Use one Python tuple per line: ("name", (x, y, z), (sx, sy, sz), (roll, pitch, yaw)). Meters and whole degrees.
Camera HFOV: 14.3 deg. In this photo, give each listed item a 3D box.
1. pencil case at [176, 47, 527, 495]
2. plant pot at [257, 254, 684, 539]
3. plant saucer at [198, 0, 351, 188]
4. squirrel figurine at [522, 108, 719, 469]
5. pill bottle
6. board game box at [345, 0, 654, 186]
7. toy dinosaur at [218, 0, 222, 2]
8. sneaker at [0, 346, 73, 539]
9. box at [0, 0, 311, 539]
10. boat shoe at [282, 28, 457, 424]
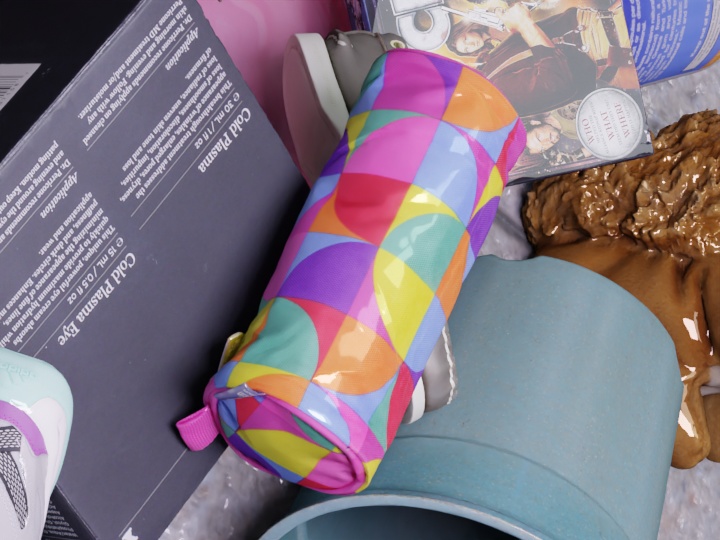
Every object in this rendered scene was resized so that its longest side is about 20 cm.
("pencil case", (0.000, 0.000, 1.254), (0.088, 0.088, 0.200), (45, 60, -30))
("plant pot", (0.067, 0.109, 1.413), (0.200, 0.200, 0.196), (50, 42, -26))
("plant saucer", (-0.057, -0.114, 1.427), (0.200, 0.051, 0.201), (14, 70, -43))
("squirrel figurine", (0.180, 0.007, 1.546), (0.141, 0.186, 0.201), (6, 76, -45))
("pill bottle", (0.117, -0.147, 1.572), (0.200, 0.112, 0.112), (-17, 93, -47))
("board game box", (0.061, -0.141, 1.449), (0.135, 0.035, 0.200), (-13, 90, -15))
("toy dinosaur", (-0.051, -0.188, 1.385), (0.200, 0.060, 0.106), (30, 51, -17))
("sneaker", (-0.173, 0.138, 1.146), (0.078, 0.200, 0.140), (14, 44, -2))
("box", (-0.125, -0.001, 1.255), (0.200, 0.104, 0.182), (-52, 127, -31))
("boat shoe", (0.016, -0.025, 1.357), (0.060, 0.072, 0.202), (-9, 66, -18))
